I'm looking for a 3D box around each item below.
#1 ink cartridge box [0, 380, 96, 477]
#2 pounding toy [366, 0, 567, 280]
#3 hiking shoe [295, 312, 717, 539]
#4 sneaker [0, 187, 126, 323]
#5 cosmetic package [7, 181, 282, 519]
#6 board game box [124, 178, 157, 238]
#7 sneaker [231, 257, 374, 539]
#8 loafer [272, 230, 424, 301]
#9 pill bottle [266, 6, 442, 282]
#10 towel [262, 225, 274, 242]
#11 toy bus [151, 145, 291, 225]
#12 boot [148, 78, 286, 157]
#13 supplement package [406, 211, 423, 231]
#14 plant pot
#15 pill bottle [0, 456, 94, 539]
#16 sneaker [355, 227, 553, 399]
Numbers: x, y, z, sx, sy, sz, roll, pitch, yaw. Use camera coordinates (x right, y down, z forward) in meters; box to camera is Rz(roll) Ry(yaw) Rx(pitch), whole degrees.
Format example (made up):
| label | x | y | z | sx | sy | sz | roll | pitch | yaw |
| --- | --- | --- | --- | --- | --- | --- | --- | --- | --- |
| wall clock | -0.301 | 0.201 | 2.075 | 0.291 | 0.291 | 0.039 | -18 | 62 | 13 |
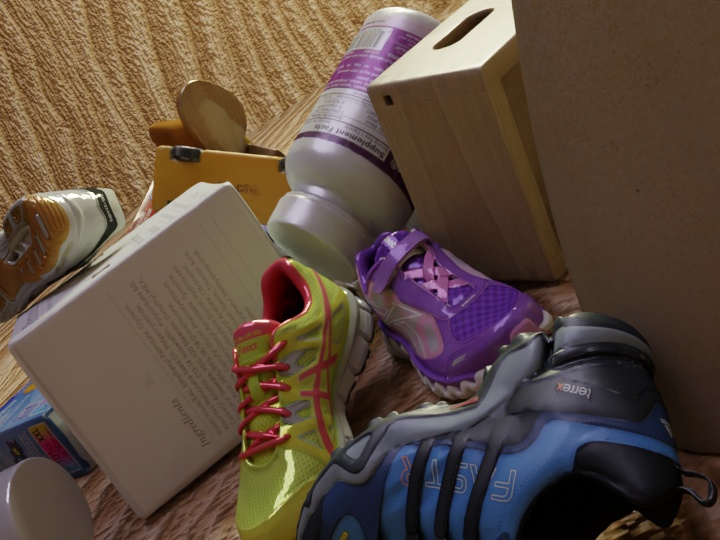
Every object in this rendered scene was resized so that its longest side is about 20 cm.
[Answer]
| label | x | y | z | sx | sy | sz | roll | pitch | yaw |
| --- | --- | --- | --- | --- | --- | --- | --- | --- | --- |
| ink cartridge box | -0.318 | 0.156 | 0.970 | 0.198 | 0.077 | 0.137 | -25 | 18 | 36 |
| pounding toy | 0.113 | -0.103 | 0.704 | 0.140 | 0.186 | 0.200 | 1 | 36 | 44 |
| hiking shoe | 0.043 | 0.101 | 0.393 | 0.200 | 0.074 | 0.088 | -42 | 39 | 28 |
| sneaker | -0.262 | -0.012 | 0.777 | 0.198 | 0.077 | 0.087 | -20 | 2 | 44 |
| cosmetic package | -0.151 | 0.053 | 0.758 | 0.199 | 0.166 | 0.165 | -37 | 14 | -12 |
| board game box | -0.225 | -0.013 | 0.927 | 0.202 | 0.019 | 0.104 | -79 | 12 | -48 |
| sneaker | -0.051 | 0.076 | 0.579 | 0.077 | 0.090 | 0.202 | -25 | 37 | 29 |
| loafer | 0.000 | 0.000 | 0.826 | 0.197 | 0.064 | 0.071 | -1 | 5 | 40 |
| pill bottle | 0.008 | -0.097 | 0.748 | 0.112 | 0.112 | 0.202 | -4 | 54 | 61 |
| towel | -0.108 | -0.045 | 0.950 | 0.195 | 0.050 | 0.149 | 3 | 40 | 4 |
| toy bus | -0.093 | -0.077 | 0.890 | 0.196 | 0.067 | 0.078 | 7 | 6 | 9 |
| boot | -0.178 | -0.145 | 1.003 | 0.142 | 0.201 | 0.072 | 12 | 78 | 29 |
| supplement package | 0.062 | -0.123 | 0.935 | 0.116 | 0.118 | 0.200 | -33 | 16 | 3 |
| plant pot | 0.154 | -0.061 | 0.414 | 0.185 | 0.202 | 0.188 | -30 | 16 | 9 |
| pill bottle | -0.292 | 0.215 | 0.669 | 0.198 | 0.113 | 0.113 | -30 | 16 | 15 |
| sneaker | 0.047 | 0.017 | 0.610 | 0.080 | 0.089 | 0.200 | -35 | 17 | -12 |
